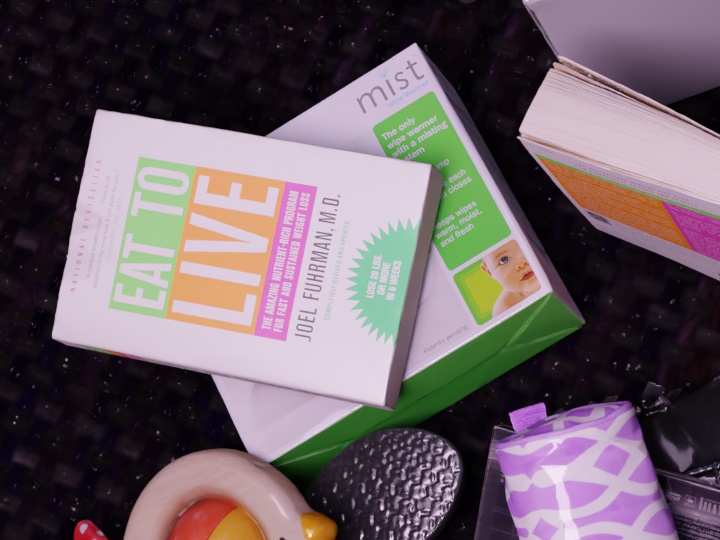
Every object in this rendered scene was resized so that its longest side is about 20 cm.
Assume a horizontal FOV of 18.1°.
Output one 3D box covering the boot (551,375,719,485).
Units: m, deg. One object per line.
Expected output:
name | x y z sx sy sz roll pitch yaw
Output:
boot | 0.186 0.150 1.236 0.161 0.073 0.200 -23 79 18

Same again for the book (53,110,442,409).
book | -0.064 -0.006 1.267 0.198 0.048 0.135 9 82 16

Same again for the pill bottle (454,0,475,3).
pill bottle | -0.009 -0.234 1.385 0.199 0.112 0.113 22 82 21

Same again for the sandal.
sandal | -0.013 0.166 1.313 0.201 0.048 0.075 -47 67 14

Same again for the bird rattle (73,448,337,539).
bird rattle | -0.085 0.179 1.272 0.199 0.112 0.164 31 104 37

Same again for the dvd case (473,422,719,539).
dvd case | 0.125 0.198 1.228 0.148 0.016 0.202 14 102 23

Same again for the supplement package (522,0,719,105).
supplement package | 0.170 -0.184 1.265 0.154 0.200 0.112 -19 70 11

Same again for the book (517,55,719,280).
book | 0.172 -0.037 1.223 0.133 0.200 0.048 25 83 22

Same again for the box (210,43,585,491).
box | 0.000 0.000 1.325 0.199 0.097 0.177 -30 70 8

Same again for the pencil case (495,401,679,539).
pencil case | 0.129 0.167 1.172 0.083 0.085 0.202 -13 91 -11
